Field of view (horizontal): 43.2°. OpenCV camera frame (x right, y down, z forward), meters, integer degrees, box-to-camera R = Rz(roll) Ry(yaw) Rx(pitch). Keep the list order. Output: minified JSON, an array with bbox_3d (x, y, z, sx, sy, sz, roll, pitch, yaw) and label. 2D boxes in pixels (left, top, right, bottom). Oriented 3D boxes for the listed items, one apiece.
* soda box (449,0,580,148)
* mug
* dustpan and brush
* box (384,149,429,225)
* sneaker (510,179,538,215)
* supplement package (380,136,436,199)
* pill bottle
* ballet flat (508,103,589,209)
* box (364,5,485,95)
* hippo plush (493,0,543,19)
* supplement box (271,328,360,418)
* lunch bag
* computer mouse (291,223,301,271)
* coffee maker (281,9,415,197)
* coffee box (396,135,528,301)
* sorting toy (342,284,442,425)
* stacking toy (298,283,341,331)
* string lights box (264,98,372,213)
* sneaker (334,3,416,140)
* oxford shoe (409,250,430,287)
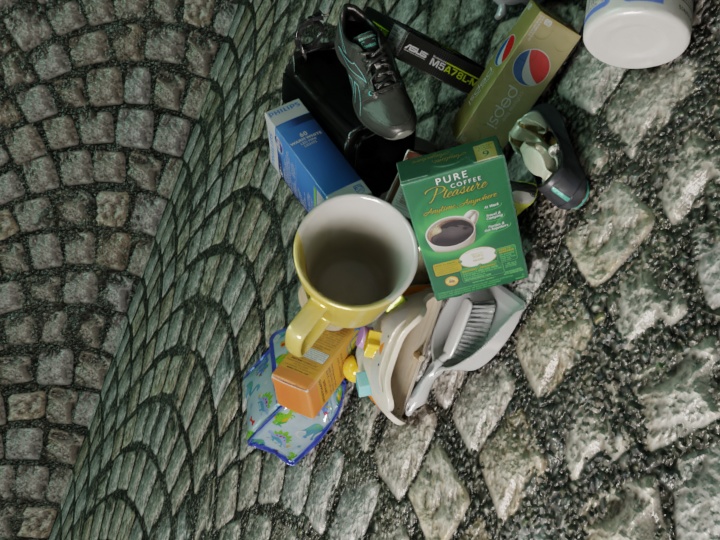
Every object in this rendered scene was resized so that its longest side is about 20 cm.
[{"bbox_3d":[0.201,-0.249,1.205,0.200,0.067,0.064,-57,19,24],"label":"soda box"},{"bbox_3d":[-0.028,0.008,1.140,0.153,0.186,0.150,105,144,-69],"label":"mug"},{"bbox_3d":[0.118,0.102,1.158,0.201,0.057,0.140,-67,25,10],"label":"dustpan and brush"},{"bbox_3d":[0.085,-0.111,1.261,0.101,0.075,0.200,-65,-6,9],"label":"box"},{"bbox_3d":[0.171,-0.076,1.170,0.200,0.075,0.077,170,108,-77],"label":"sneaker"},{"bbox_3d":[0.023,-0.121,1.448,0.117,0.116,0.201,-3,69,66],"label":"supplement package"},{"bbox_3d":[0.311,-0.337,0.999,0.114,0.113,0.201,-21,54,59],"label":"pill bottle"},{"bbox_3d":[0.221,-0.152,1.112,0.073,0.073,0.201,-54,29,33],"label":"ballet flat"},{"bbox_3d":[0.107,-0.307,1.312,0.048,0.192,0.200,-64,24,17],"label":"box"},{"bbox_3d":[0.198,-0.443,1.244,0.161,0.199,0.160,-117,29,-48],"label":"hippo plush"},{"bbox_3d":[-0.043,0.112,1.298,0.200,0.068,0.067,-53,-31,-36],"label":"supplement box"},{"bbox_3d":[-0.100,0.187,1.498,0.200,0.127,0.170,-45,30,21],"label":"lunch bag"},{"bbox_3d":[-0.055,0.019,1.437,0.053,0.201,0.138,-33,9,-20],"label":"computer mouse"},{"bbox_3d":[-0.025,-0.227,1.295,0.134,0.192,0.200,-37,52,-6],"label":"coffee maker"},{"bbox_3d":[0.123,-0.057,1.067,0.122,0.201,0.044,-15,44,8],"label":"coffee box"},{"bbox_3d":[0.047,0.105,1.194,0.180,0.106,0.201,-148,77,-86],"label":"sorting toy"},{"bbox_3d":[0.000,0.000,1.314,0.200,0.085,0.085,-43,3,-39],"label":"stacking toy"},{"bbox_3d":[-0.059,-0.129,1.246,0.200,0.059,0.103,54,161,29],"label":"string lights box"},{"bbox_3d":[0.013,-0.261,1.191,0.079,0.075,0.201,84,161,-67],"label":"sneaker"},{"bbox_3d":[0.062,0.011,1.323,0.200,0.073,0.071,-52,33,39],"label":"oxford shoe"}]
